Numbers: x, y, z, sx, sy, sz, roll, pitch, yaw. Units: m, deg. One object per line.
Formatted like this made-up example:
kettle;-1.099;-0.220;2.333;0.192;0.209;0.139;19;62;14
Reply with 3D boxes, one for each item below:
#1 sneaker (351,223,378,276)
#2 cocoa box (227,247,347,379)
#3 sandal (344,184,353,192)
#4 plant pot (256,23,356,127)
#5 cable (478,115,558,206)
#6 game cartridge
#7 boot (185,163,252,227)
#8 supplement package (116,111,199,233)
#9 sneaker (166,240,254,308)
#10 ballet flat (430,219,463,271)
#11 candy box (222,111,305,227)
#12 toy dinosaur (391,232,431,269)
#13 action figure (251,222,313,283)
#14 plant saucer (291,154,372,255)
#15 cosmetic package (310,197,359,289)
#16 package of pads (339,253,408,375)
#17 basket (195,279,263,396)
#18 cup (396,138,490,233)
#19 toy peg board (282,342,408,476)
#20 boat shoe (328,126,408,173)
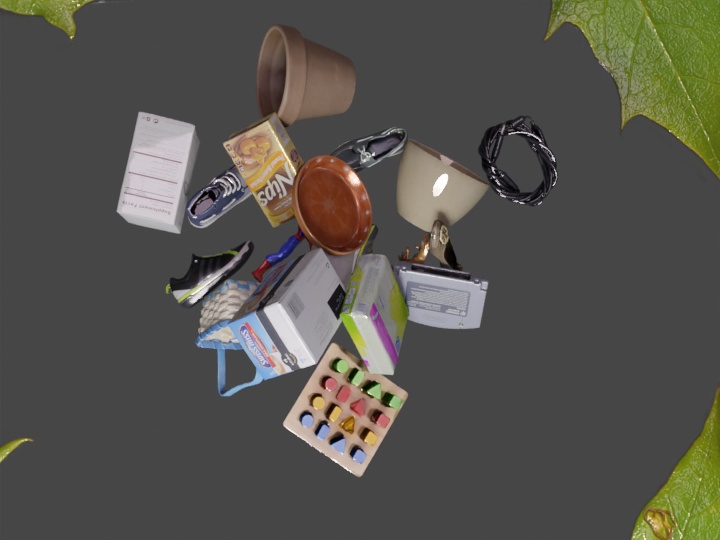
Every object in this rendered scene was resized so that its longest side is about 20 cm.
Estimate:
sneaker;0.000;0.000;1.485;0.080;0.074;0.204;23;82;-23
cocoa box;-0.124;0.077;1.293;0.129;0.201;0.135;-20;111;31
sandal;-0.107;-0.188;1.479;0.197;0.075;0.049;21;98;-6
plant pot;-0.108;-0.392;1.456;0.171;0.199;0.206;0;84;-28
cable;0.352;-0.237;1.567;0.160;0.051;0.204;-20;88;-10
game cartridge;0.160;0.056;1.462;0.195;0.135;0.042;10;41;8
boot;-0.272;-0.166;1.438;0.073;0.090;0.200;44;80;-2
supplement package;-0.401;-0.191;1.407;0.115;0.117;0.205;11;83;-8
sneaker;-0.307;-0.009;1.427;0.199;0.072;0.083;-40;90;-11
ballet flat;0.179;-0.037;1.451;0.045;0.201;0.068;11;63;23
candy box;-0.174;-0.199;1.415;0.113;0.056;0.202;-19;114;25
toy dinosaur;0.115;0.015;1.490;0.060;0.105;0.204;-28;130;-38
action figure;-0.125;-0.036;1.464;0.098;0.065;0.201;38;81;3
plant saucer;-0.058;-0.128;1.402;0.198;0.032;0.205;16;66;-40
cosmetic package;-0.054;-0.058;1.440;0.082;0.050;0.204;28;60;-36
package of pads;0.033;0.084;1.382;0.067;0.202;0.157;1;51;22
basket;-0.237;0.130;1.366;0.137;0.175;0.205;11;67;-35
cup;0.151;-0.164;1.472;0.197;0.201;0.145;28;104;-5
toy peg board;-0.024;0.284;1.430;0.198;0.098;0.201;34;80;-4
boat shoe;0.014;-0.259;1.508;0.196;0.062;0.074;-22;88;-11
